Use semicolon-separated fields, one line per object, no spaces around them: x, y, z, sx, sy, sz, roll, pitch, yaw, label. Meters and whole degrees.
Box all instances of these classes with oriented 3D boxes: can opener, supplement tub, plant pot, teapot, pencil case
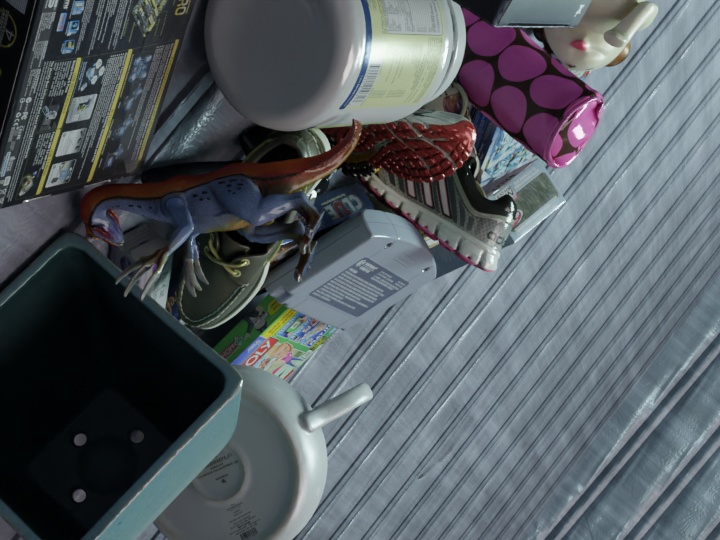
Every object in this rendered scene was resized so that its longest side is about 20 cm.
-0.108;-0.075;1.203;0.199;0.079;0.064;-18;132;-37;can opener
-0.014;-0.189;1.123;0.200;0.145;0.146;-14;135;-57;supplement tub
-0.222;0.131;1.130;0.196;0.196;0.200;-46;164;-19;plant pot
-0.110;0.175;1.334;0.146;0.199;0.198;-19;126;-74;teapot
0.081;-0.136;1.455;0.077;0.090;0.200;-22;158;2;pencil case
0.158;-0.190;1.386;0.093;0.200;0.091;-34;147;-14;pencil case

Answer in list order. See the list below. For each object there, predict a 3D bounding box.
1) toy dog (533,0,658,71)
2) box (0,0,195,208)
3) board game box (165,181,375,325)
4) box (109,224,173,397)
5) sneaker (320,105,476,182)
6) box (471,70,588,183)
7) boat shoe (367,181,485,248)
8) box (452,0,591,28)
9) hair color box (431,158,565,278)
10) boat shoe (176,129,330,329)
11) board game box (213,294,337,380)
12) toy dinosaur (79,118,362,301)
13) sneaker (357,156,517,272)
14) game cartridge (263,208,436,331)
0.260;-0.314;1.528;0.194;0.139;0.201;-86;-168;-56;toy dog
-0.193;-0.146;0.963;0.161;0.049;0.201;-21;141;-50;box
-0.091;-0.013;1.297;0.135;0.035;0.200;-41;169;38;board game box
-0.202;0.050;1.230;0.041;0.039;0.201;-32;149;-42;box
0.034;-0.136;1.273;0.078;0.200;0.082;48;69;-33;sneaker
0.197;-0.190;1.662;0.200;0.040;0.137;-28;147;-46;box
0.032;-0.040;1.441;0.199;0.075;0.068;-12;159;-10;boat shoe
0.091;-0.286;1.119;0.148;0.200;0.105;-15;136;-56;box
0.127;-0.050;1.570;0.099;0.061;0.200;-37;-174;-34;hair color box
-0.098;-0.033;1.140;0.202;0.072;0.060;-56;175;17;boat shoe
-0.117;0.101;1.426;0.200;0.029;0.135;-44;159;8;board game box
-0.120;-0.049;1.083;0.105;0.181;0.201;99;16;-73;toy dinosaur
0.071;-0.085;1.366;0.088;0.200;0.074;-54;167;0;sneaker
0.000;0.000;1.345;0.133;0.041;0.200;-29;161;12;game cartridge
